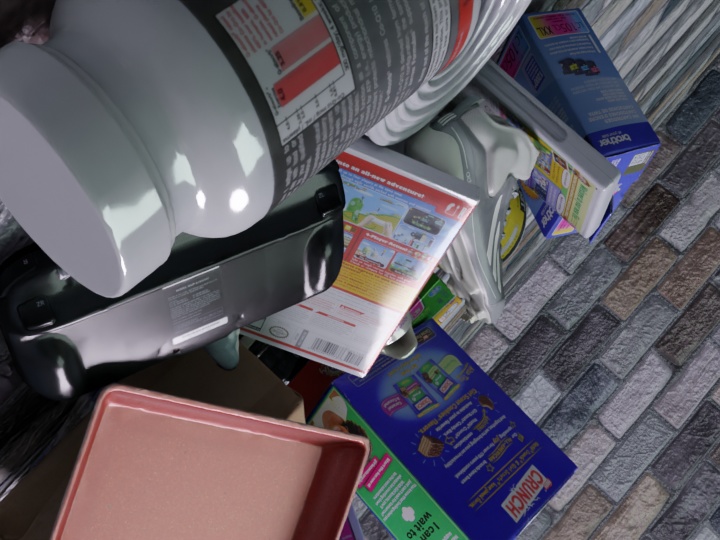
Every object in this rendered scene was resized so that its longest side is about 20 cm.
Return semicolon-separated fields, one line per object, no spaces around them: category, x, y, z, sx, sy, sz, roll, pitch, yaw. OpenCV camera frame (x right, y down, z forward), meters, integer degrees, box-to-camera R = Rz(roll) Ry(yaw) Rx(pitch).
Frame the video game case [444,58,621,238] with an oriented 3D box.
video game case;0.132;-0.110;0.811;0.022;0.182;0.200;-46;168;0

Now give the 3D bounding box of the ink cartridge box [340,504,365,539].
ink cartridge box;-0.011;0.252;0.920;0.037;0.203;0.095;-21;165;-7

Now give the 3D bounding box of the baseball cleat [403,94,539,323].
baseball cleat;0.098;-0.041;0.742;0.106;0.070;0.201;-35;139;-8

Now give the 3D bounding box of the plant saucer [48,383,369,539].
plant saucer;-0.107;0.176;0.603;0.198;0.037;0.203;19;92;-38

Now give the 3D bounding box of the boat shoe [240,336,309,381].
boat shoe;-0.061;0.083;0.990;0.075;0.066;0.199;-49;168;6

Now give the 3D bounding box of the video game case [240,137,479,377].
video game case;-0.021;-0.010;0.708;0.018;0.141;0.201;-83;-162;-47

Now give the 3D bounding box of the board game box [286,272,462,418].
board game box;0.010;0.080;0.968;0.200;0.040;0.153;-48;163;3

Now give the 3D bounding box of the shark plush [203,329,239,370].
shark plush;-0.108;-0.004;0.578;0.082;0.092;0.201;-6;152;-25

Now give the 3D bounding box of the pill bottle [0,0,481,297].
pill bottle;-0.050;-0.087;0.398;0.200;0.116;0.116;-42;167;-28

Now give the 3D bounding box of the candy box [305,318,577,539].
candy box;0.073;0.162;0.893;0.168;0.200;0.077;-25;155;-48

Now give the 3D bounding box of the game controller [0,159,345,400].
game controller;-0.095;0.003;0.537;0.197;0.042;0.105;-22;146;-21

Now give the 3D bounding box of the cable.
cable;0.051;-0.170;0.612;0.200;0.069;0.201;-44;167;-21

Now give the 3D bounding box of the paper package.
paper package;-0.140;0.148;0.715;0.200;0.103;0.191;-47;168;-16

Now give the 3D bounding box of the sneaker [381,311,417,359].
sneaker;0.000;0.000;0.797;0.075;0.099;0.201;-42;141;-10

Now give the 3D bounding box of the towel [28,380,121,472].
towel;-0.189;0.120;0.757;0.201;0.024;0.147;-54;168;21

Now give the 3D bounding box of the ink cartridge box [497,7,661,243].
ink cartridge box;0.200;-0.127;0.940;0.075;0.202;0.137;-14;154;-21

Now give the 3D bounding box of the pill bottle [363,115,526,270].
pill bottle;0.068;-0.066;0.849;0.112;0.112;0.199;-50;155;8
